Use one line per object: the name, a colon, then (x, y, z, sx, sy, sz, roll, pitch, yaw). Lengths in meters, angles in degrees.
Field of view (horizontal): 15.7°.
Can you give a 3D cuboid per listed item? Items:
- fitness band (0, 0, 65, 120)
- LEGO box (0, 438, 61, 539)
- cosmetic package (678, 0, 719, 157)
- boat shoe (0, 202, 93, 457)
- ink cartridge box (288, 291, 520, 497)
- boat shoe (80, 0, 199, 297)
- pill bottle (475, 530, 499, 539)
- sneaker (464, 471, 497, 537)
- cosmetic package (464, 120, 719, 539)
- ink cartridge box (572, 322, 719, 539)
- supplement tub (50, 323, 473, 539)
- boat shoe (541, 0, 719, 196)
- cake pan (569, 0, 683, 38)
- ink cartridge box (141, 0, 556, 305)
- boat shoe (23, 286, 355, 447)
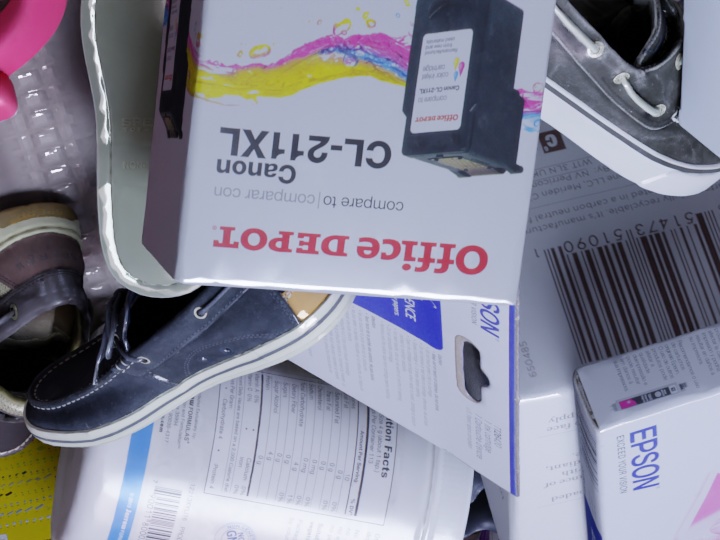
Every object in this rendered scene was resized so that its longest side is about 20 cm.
fitness band: (-0.218, -0.099, 1.086, 0.199, 0.038, 0.144, -21, 146, 4)
LEGO box: (-0.222, 0.165, 1.465, 0.199, 0.077, 0.149, -10, 148, -12)
cosmetic package: (0.234, -0.146, 1.139, 0.199, 0.052, 0.151, -23, 135, -22)
boat shoe: (-0.176, 0.046, 1.313, 0.073, 0.065, 0.200, -7, 147, -17)
ink cartridge box: (0.000, 0.000, 1.227, 0.047, 0.200, 0.198, -54, 159, -26)
boat shoe: (-0.083, -0.091, 1.116, 0.071, 0.061, 0.202, 5, 116, -3)
pill bottle: (0.139, 0.161, 1.601, 0.111, 0.112, 0.200, -3, 146, -22)
sneaker: (0.109, 0.098, 1.469, 0.198, 0.130, 0.080, -9, 149, -12)
cosmetic package: (0.134, 0.030, 1.343, 0.164, 0.165, 0.200, -13, 148, -5)
ink cartridge box: (0.204, 0.080, 1.259, 0.199, 0.043, 0.197, -16, 148, -2)
supplement tub: (-0.053, 0.106, 1.361, 0.199, 0.132, 0.132, 11, 142, -13)
boat shoe: (0.117, -0.092, 1.164, 0.064, 0.071, 0.200, -35, 142, 28)
cake pan: (0.124, -0.137, 1.200, 0.199, 0.037, 0.201, -13, 148, -8)
ink cartridge box: (-0.001, -0.092, 1.041, 0.145, 0.083, 0.201, 4, 100, -15)
boat shoe: (-0.090, 0.026, 1.208, 0.200, 0.075, 0.062, -25, 117, 38)
